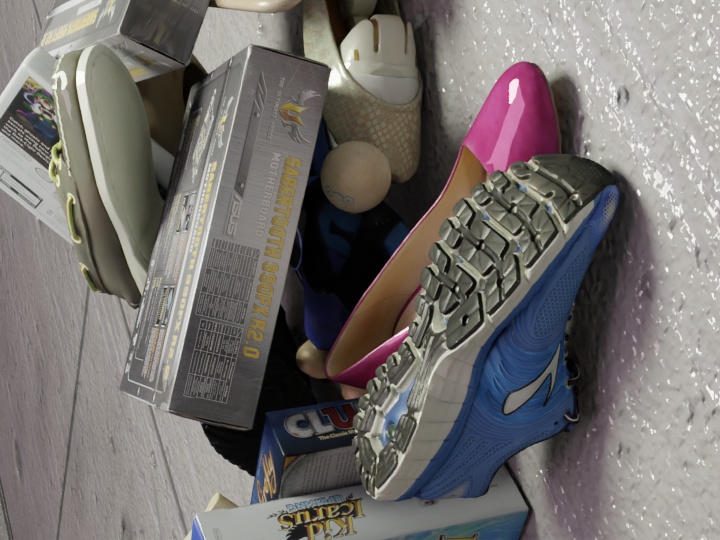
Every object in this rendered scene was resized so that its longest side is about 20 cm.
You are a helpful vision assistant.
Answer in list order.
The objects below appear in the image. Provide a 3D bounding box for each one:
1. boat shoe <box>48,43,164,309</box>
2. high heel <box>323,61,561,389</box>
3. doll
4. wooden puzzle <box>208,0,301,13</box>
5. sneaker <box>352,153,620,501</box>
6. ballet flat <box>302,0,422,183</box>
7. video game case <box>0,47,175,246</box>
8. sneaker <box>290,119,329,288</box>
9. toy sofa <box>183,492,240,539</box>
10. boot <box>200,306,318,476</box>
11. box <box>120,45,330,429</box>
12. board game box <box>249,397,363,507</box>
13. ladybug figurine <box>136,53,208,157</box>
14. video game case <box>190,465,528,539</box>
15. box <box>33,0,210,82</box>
[{"bbox_3d":[-0.162,-0.054,0.871,0.202,0.060,0.072,80,-158,-45],"label":"boat shoe"},{"bbox_3d":[0.039,-0.017,0.716,0.201,0.095,0.068,105,149,-43],"label":"high heel"},{"bbox_3d":[0.000,0.000,0.830,0.136,0.048,0.201,32,145,24],"label":"doll"},{"bbox_3d":[-0.034,-0.242,0.823,0.201,0.037,0.185,-66,26,2],"label":"wooden puzzle"},{"bbox_3d":[0.073,0.033,0.684,0.201,0.089,0.079,-62,30,26],"label":"sneaker"},{"bbox_3d":[-0.002,-0.149,0.821,0.062,0.067,0.201,-47,54,52],"label":"ballet flat"},{"bbox_3d":[-0.176,-0.053,0.980,0.200,0.023,0.182,40,151,-13],"label":"video game case"},{"bbox_3d":[-0.055,-0.051,0.960,0.070,0.077,0.201,118,140,-55],"label":"sneaker"},{"bbox_3d":[-0.066,0.223,0.977,0.098,0.083,0.200,-54,18,3],"label":"toy sofa"},{"bbox_3d":[-0.083,0.064,0.998,0.168,0.076,0.200,61,180,40],"label":"boot"},{"bbox_3d":[-0.081,-0.017,0.801,0.158,0.048,0.201,176,107,-71],"label":"box"},{"bbox_3d":[0.000,0.154,0.814,0.035,0.135,0.201,-120,32,-43],"label":"board game box"},{"bbox_3d":[-0.134,-0.087,1.024,0.200,0.072,0.136,59,-160,-46],"label":"ladybug figurine"},{"bbox_3d":[-0.011,0.204,0.795,0.046,0.180,0.201,-121,32,-43],"label":"video game case"},{"bbox_3d":[-0.140,-0.201,0.891,0.200,0.048,0.159,1,71,61],"label":"box"}]
